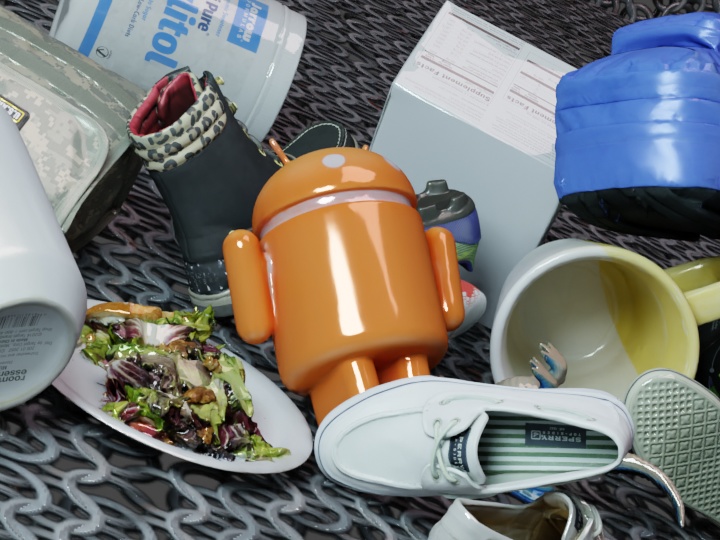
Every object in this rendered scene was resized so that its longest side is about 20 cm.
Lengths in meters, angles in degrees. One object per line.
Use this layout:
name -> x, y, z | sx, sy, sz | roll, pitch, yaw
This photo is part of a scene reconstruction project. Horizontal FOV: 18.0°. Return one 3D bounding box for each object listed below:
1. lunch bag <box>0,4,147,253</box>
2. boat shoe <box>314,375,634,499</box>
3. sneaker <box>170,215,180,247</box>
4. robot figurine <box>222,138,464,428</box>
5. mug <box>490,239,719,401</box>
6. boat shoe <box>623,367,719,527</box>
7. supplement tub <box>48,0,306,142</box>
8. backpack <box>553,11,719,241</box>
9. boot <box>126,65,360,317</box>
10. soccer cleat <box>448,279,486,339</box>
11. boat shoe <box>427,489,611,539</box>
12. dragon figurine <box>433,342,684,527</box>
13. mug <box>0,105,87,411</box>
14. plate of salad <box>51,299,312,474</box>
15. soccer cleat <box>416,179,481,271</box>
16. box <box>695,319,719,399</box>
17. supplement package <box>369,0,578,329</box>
lunch bag -> -0.244, -0.088, 1.540 | 0.163, 0.118, 0.200 | 30, 25, 2
boat shoe -> 0.067, 0.101, 1.384 | 0.198, 0.074, 0.067 | -8, 7, 7
sneaker -> -0.052, -0.018, 1.714 | 0.198, 0.076, 0.077 | 9, -16, -23
robot figurine -> -0.010, 0.006, 1.488 | 0.117, 0.143, 0.202 | 55, 22, -69
mug -> 0.181, 0.048, 1.693 | 0.185, 0.151, 0.153 | 13, 10, -5
boat shoe -> 0.242, 0.129, 1.610 | 0.200, 0.075, 0.062 | 41, 8, -37
supplement tub -> -0.160, -0.198, 1.949 | 0.199, 0.133, 0.132 | 21, 18, -13
backpack -> 0.233, -0.104, 1.673 | 0.162, 0.170, 0.199 | -10, -9, 44
boot -> -0.078, -0.084, 1.590 | 0.073, 0.155, 0.204 | 0, 37, 35
soccer cleat -> 0.030, 0.052, 1.611 | 0.199, 0.069, 0.085 | -6, 47, -49
boat shoe -> 0.119, 0.170, 1.384 | 0.199, 0.070, 0.071 | 12, 22, -38
dragon figurine -> 0.126, 0.120, 1.543 | 0.200, 0.100, 0.059 | 39, 26, -1
mug -> -0.243, 0.010, 1.277 | 0.153, 0.186, 0.150 | 51, -4, 36
plate of salad -> -0.116, 0.061, 1.401 | 0.199, 0.048, 0.200 | 25, 17, -8
soccer cleat -> 0.001, 0.000, 1.657 | 0.199, 0.084, 0.065 | -20, 30, -20
box -> 0.350, 0.068, 1.731 | 0.149, 0.200, 0.124 | 49, 17, -2
supplement package -> 0.088, -0.080, 1.804 | 0.155, 0.201, 0.111 | 28, 50, 5
